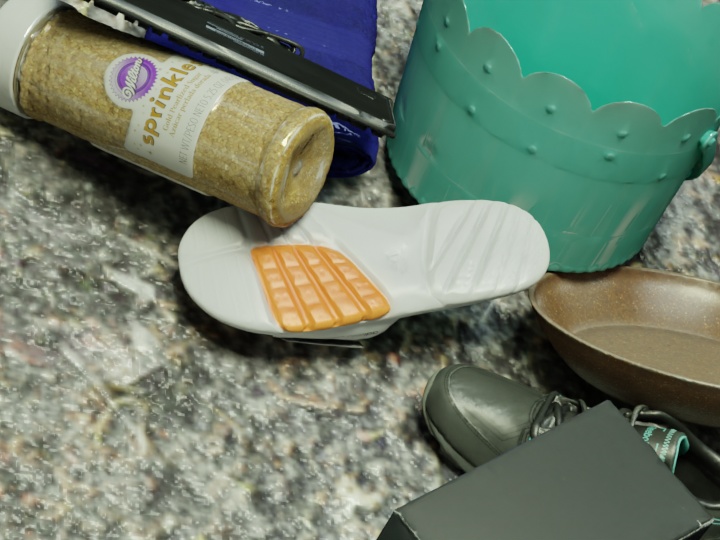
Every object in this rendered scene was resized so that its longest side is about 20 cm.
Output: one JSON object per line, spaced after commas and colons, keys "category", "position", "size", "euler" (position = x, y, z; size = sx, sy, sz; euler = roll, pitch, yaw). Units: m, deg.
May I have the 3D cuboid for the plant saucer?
{"category": "plant saucer", "position": [0.190, 0.047, 1.208], "size": [0.199, 0.037, 0.201], "euler": [9, 17, -3]}

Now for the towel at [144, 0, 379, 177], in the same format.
{"category": "towel", "position": [-0.061, -0.145, 1.301], "size": [0.147, 0.050, 0.201], "euler": [17, 47, -17]}

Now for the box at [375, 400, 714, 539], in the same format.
{"category": "box", "position": [0.048, 0.165, 0.957], "size": [0.141, 0.200, 0.079], "euler": [-25, 64, -41]}

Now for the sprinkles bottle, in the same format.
{"category": "sprinkles bottle", "position": [-0.112, -0.089, 1.166], "size": [0.199, 0.069, 0.068], "euler": [24, 41, 22]}

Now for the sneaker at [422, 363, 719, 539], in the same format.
{"category": "sneaker", "position": [0.130, 0.095, 1.152], "size": [0.199, 0.079, 0.076], "euler": [27, 45, 1]}

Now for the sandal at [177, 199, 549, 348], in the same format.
{"category": "sandal", "position": [0.002, 0.007, 1.178], "size": [0.205, 0.059, 0.080], "euler": [-2, 62, -11]}

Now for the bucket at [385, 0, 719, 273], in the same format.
{"category": "bucket", "position": [0.118, -0.107, 1.272], "size": [0.206, 0.135, 0.208], "euler": [15, 38, -12]}

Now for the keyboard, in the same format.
{"category": "keyboard", "position": [-0.073, -0.127, 1.197], "size": [0.199, 0.021, 0.127], "euler": [25, 15, -9]}
